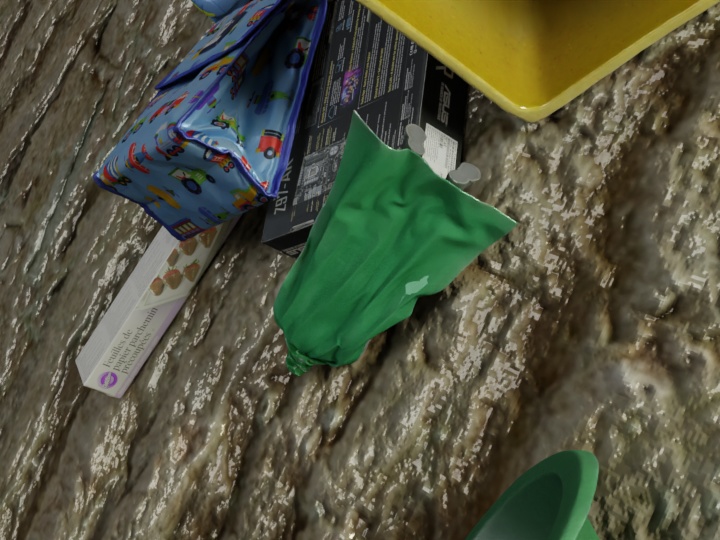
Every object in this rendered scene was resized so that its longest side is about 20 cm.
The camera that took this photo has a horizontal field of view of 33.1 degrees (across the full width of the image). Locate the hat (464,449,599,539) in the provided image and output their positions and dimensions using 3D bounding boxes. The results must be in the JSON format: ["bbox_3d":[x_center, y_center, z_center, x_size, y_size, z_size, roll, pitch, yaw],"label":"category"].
[{"bbox_3d":[0.119,0.205,0.560,0.166,0.176,0.200,-52,0,20],"label":"hat"}]

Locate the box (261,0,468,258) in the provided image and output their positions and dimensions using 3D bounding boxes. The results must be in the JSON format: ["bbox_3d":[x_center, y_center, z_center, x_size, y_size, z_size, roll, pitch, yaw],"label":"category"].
[{"bbox_3d":[0.007,-0.120,0.872,0.160,0.043,0.201,-19,56,46],"label":"box"}]

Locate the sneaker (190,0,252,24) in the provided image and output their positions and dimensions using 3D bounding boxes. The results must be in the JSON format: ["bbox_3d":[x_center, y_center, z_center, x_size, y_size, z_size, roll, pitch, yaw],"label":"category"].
[{"bbox_3d":[-0.135,-0.290,1.144,0.083,0.071,0.200,-44,39,4],"label":"sneaker"}]

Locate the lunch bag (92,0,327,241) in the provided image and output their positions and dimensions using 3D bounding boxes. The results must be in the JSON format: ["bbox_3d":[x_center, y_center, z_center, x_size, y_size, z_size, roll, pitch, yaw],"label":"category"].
[{"bbox_3d":[-0.098,-0.141,0.934,0.150,0.094,0.201,-18,42,53],"label":"lunch bag"}]

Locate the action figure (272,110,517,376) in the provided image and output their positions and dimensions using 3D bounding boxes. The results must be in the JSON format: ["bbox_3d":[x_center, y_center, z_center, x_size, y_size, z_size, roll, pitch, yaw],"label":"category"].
[{"bbox_3d":[0.000,0.000,0.780,0.200,0.118,0.055,-54,-1,34],"label":"action figure"}]

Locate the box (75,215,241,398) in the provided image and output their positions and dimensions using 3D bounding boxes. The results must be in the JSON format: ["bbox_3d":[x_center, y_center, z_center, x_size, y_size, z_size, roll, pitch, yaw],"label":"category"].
[{"bbox_3d":[-0.172,0.016,1.023,0.201,0.039,0.041,-56,36,13],"label":"box"}]

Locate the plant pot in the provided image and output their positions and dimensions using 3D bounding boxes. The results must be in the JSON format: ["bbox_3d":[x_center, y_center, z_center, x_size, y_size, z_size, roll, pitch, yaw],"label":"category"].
[{"bbox_3d":[0.104,-0.251,0.711,0.195,0.194,0.201,-32,42,37],"label":"plant pot"}]
